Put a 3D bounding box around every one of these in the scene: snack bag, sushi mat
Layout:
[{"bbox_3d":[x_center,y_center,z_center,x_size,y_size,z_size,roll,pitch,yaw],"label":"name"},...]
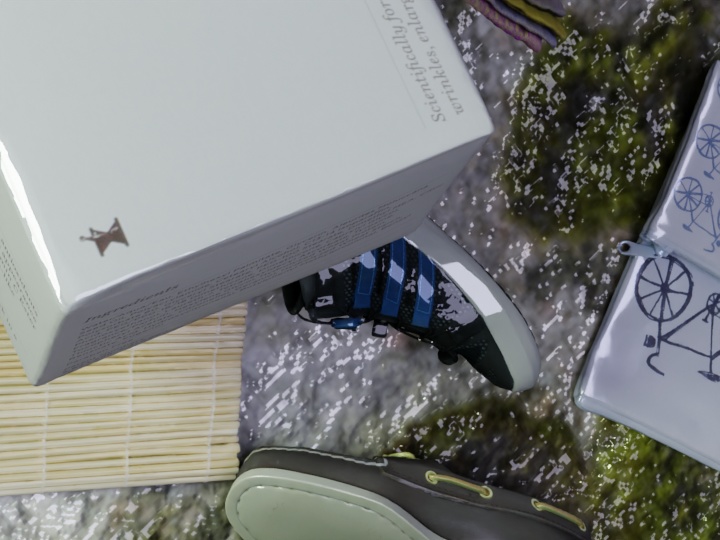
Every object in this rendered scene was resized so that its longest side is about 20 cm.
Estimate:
[{"bbox_3d":[0.218,0.016,1.187,0.188,0.021,0.201,26,87,-25],"label":"snack bag"},{"bbox_3d":[-0.148,0.057,1.035,0.198,0.012,0.097,-2,99,-24],"label":"sushi mat"}]

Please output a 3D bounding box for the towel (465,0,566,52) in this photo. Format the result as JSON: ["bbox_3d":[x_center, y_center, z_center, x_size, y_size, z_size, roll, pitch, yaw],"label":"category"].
[{"bbox_3d":[0.020,-0.186,0.947,0.023,0.145,0.200,-28,147,23],"label":"towel"}]

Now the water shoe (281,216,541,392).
[{"bbox_3d":[0.000,0.000,1.065,0.200,0.071,0.079,45,82,-12],"label":"water shoe"}]

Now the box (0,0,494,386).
[{"bbox_3d":[-0.083,-0.088,0.939,0.199,0.131,0.200,-22,80,-19],"label":"box"}]

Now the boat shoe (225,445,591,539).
[{"bbox_3d":[0.027,0.127,1.100,0.200,0.061,0.072,22,133,-17],"label":"boat shoe"}]
